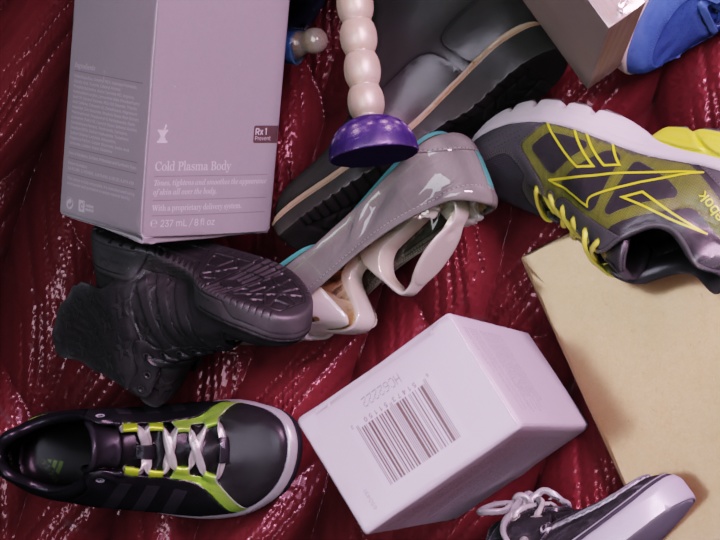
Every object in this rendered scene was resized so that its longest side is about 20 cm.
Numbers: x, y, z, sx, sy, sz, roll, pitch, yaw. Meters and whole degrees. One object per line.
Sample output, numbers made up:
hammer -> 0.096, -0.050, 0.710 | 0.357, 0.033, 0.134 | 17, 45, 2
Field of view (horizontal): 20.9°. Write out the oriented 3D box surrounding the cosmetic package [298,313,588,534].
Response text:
cosmetic package -> 0.051, 0.084, 1.067 | 0.101, 0.200, 0.072 | -35, 77, 10

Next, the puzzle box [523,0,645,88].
puzzle box -> 0.081, -0.200, 1.058 | 0.025, 0.133, 0.201 | -34, 83, -2

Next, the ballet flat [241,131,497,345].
ballet flat -> 0.000, 0.000, 1.139 | 0.200, 0.067, 0.064 | -42, 64, 25

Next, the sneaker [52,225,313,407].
sneaker -> -0.106, 0.035, 1.151 | 0.199, 0.060, 0.105 | 22, 120, 35

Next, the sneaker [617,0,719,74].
sneaker -> 0.237, -0.165, 1.097 | 0.200, 0.077, 0.111 | -45, 66, 2

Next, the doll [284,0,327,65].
doll -> -0.045, -0.192, 1.187 | 0.200, 0.048, 0.137 | -43, 54, 23

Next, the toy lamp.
toy lamp -> -0.006, -0.162, 1.093 | 0.058, 0.058, 0.202 | -10, 79, 15

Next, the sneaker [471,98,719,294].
sneaker -> 0.136, -0.040, 1.090 | 0.199, 0.075, 0.085 | 8, 63, 37

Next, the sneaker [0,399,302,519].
sneaker -> -0.135, 0.117, 1.180 | 0.198, 0.083, 0.073 | -5, 84, 16

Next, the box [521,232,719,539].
box -> 0.203, 0.047, 1.118 | 0.162, 0.021, 0.202 | -26, 79, 13

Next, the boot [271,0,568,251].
boot -> 0.010, -0.117, 1.173 | 0.199, 0.077, 0.139 | -35, 67, 6

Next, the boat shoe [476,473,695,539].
boat shoe -> 0.098, 0.161, 1.113 | 0.199, 0.073, 0.068 | -40, 68, 28

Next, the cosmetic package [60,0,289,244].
cosmetic package -> -0.105, -0.125, 1.128 | 0.090, 0.106, 0.202 | 18, 107, 43
